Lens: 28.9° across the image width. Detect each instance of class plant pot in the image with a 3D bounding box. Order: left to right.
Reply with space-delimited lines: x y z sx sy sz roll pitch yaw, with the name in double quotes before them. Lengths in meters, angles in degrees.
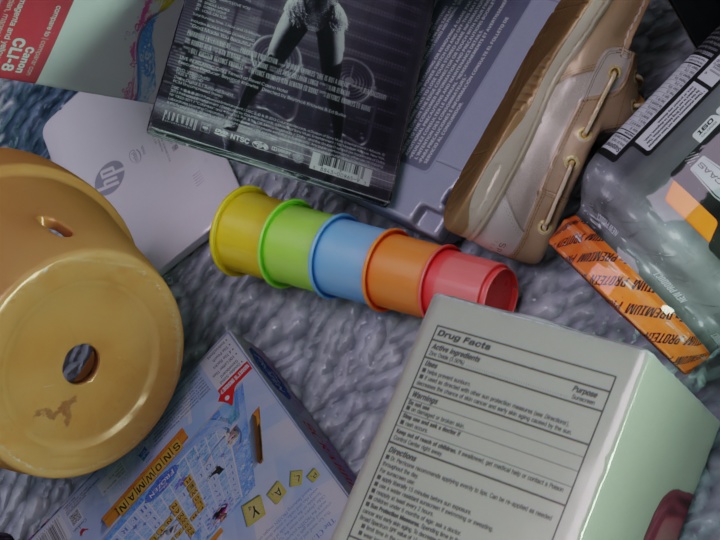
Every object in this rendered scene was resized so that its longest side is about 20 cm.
"plant pot" -0.199 0.036 0.842 0.140 0.200 0.201 21 79 47

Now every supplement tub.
"supplement tub" 0.194 -0.053 0.681 0.200 0.122 0.123 -47 50 6

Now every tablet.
"tablet" -0.162 -0.077 1.007 0.130 0.014 0.200 -38 51 13

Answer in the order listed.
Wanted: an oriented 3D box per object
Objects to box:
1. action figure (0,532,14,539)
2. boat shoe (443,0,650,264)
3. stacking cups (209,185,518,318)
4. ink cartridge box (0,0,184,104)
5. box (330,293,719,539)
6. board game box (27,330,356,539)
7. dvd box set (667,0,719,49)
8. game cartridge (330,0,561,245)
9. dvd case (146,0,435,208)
"action figure" -0.221 0.248 0.833 0.200 0.069 0.131 47 128 50
"boat shoe" 0.123 -0.095 0.789 0.200 0.069 0.074 -59 9 4
"stacking cups" 0.000 0.000 0.834 0.200 0.060 0.061 19 78 35
"ink cartridge box" -0.154 -0.211 0.927 0.145 0.199 0.146 -56 43 34
"box" 0.071 0.131 0.679 0.128 0.109 0.201 15 76 38
"board game box" -0.089 0.171 0.812 0.200 0.041 0.200 -46 50 6
"dvd box set" 0.196 -0.228 0.754 0.029 0.146 0.201 1 67 32
"game cartridge" 0.055 -0.124 0.870 0.133 0.042 0.200 27 84 44
"dvd case" -0.032 -0.151 0.845 0.016 0.148 0.201 135 150 -68
